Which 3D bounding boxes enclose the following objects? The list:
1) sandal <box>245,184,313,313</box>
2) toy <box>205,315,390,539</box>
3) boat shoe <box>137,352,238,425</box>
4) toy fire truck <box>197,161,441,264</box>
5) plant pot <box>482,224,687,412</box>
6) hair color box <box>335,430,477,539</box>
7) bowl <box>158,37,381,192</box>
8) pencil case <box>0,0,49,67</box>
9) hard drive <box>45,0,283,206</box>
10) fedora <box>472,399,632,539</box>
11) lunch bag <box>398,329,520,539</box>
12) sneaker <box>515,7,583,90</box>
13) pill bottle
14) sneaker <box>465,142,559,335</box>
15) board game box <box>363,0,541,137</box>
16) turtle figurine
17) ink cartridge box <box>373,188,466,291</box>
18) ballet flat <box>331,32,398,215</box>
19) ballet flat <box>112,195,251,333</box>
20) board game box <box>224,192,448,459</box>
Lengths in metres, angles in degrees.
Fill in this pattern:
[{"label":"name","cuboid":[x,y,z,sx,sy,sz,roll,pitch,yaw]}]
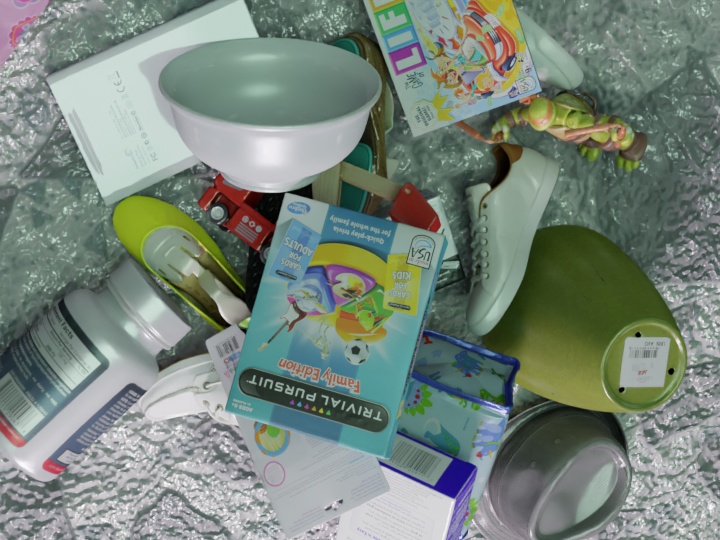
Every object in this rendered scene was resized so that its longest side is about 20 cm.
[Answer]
[{"label":"sandal","cuboid":[-0.077,-0.049,1.254,0.074,0.045,0.203,6,83,8]},{"label":"toy","cuboid":[-0.055,0.131,1.188,0.114,0.047,0.202,-28,82,20]},{"label":"boat shoe","cuboid":[-0.127,0.117,1.248,0.198,0.071,0.070,-20,65,13]},{"label":"toy fire truck","cuboid":[-0.039,-0.056,1.202,0.199,0.049,0.142,37,88,11]},{"label":"plant pot","cuboid":[0.242,0.066,1.301,0.185,0.200,0.190,-4,104,-14]},{"label":"hair color box","cuboid":[0.036,0.259,1.237,0.108,0.065,0.202,22,121,18]},{"label":"bowl","cuboid":[-0.080,-0.132,1.151,0.198,0.202,0.091,-7,123,-14]},{"label":"pencil case","cuboid":[-0.320,-0.252,1.132,0.087,0.087,0.201,33,92,-20]},{"label":"hard drive","cuboid":[-0.180,-0.165,1.220,0.198,0.025,0.133,-26,109,-8]},{"label":"fedora","cuboid":[0.219,0.237,1.394,0.199,0.090,0.178,-37,111,-5]},{"label":"lunch bag","cuboid":[0.042,0.148,1.290,0.198,0.128,0.172,17,115,3]},{"label":"sneaker","cuboid":[0.126,-0.226,1.273,0.199,0.075,0.089,34,97,-10]},{"label":"pill bottle","cuboid":[-0.261,0.089,1.209,0.200,0.120,0.120,-42,110,-3]},{"label":"sneaker","cuboid":[0.131,-0.036,1.308,0.084,0.073,0.202,24,75,-13]},{"label":"board game box","cuboid":[0.079,-0.245,1.217,0.133,0.034,0.202,-19,108,12]},{"label":"turtle figurine","cuboid":[0.204,-0.146,1.276,0.160,0.198,0.065,12,84,-47]},{"label":"ink cartridge box","cuboid":[0.000,0.000,1.300,0.198,0.044,0.095,-23,107,-9]},{"label":"ballet flat","cuboid":[0.005,-0.131,1.261,0.072,0.067,0.203,-6,97,-48]},{"label":"ballet flat","cuboid":[-0.157,0.004,1.245,0.067,0.067,0.200,-45,110,0]},{"label":"board game box","cuboid":[-0.020,0.049,1.136,0.149,0.047,0.202,14,84,9]}]
